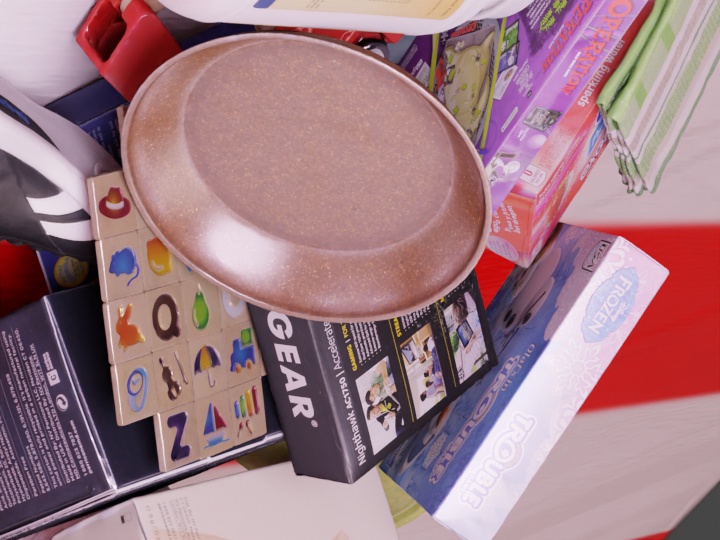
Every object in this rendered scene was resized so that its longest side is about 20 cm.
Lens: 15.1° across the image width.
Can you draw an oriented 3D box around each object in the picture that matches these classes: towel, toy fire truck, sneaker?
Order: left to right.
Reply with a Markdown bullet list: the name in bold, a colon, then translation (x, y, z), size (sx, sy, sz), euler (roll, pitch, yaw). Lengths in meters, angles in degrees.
- **sneaker**: translation (-0.199, -0.035, 1.461), size (0.112, 0.073, 0.200), euler (-36, 138, 12)
- **toy fire truck**: translation (-0.042, -0.154, 1.482), size (0.200, 0.049, 0.141), euler (-47, 129, 5)
- **towel**: translation (0.196, -0.138, 1.737), size (0.150, 0.031, 0.200), euler (-64, 164, -7)

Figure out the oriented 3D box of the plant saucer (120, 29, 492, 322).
- **plant saucer**: translation (-0.026, -0.056, 1.420), size (0.201, 0.199, 0.037), euler (114, -5, -46)

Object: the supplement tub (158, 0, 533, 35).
- **supplement tub**: translation (-0.005, -0.193, 1.361), size (0.199, 0.145, 0.145), euler (0, 137, -37)

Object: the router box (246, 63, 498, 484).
- **router box**: translation (0.000, 0.000, 1.571), size (0.149, 0.051, 0.201), euler (-36, 121, -41)

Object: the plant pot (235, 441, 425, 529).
- **plant pot**: translation (-0.043, 0.063, 1.809), size (0.200, 0.201, 0.184), euler (-46, 146, 11)

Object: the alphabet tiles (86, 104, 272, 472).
- **alphabet tiles**: translation (-0.092, 0.003, 1.501), size (0.166, 0.006, 0.201), euler (-18, 104, -56)

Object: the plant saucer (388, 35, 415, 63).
- **plant saucer**: translation (-0.025, -0.103, 1.694), size (0.200, 0.039, 0.201), euler (-34, 156, -17)

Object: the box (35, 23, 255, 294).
- **box**: translation (-0.107, -0.072, 1.562), size (0.199, 0.032, 0.122), euler (-28, 139, -15)

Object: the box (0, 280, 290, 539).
- **box**: translation (-0.154, 0.079, 1.613), size (0.196, 0.125, 0.199), euler (-26, 173, 42)

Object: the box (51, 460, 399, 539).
- **box**: translation (-0.079, 0.170, 1.669), size (0.199, 0.078, 0.095), euler (-10, 167, -43)

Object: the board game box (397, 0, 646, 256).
- **board game box**: translation (0.076, -0.116, 1.441), size (0.032, 0.121, 0.200), euler (13, 132, -26)

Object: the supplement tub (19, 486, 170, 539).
- **supplement tub**: translation (-0.172, 0.188, 1.777), size (0.132, 0.200, 0.132), euler (-34, 157, -17)

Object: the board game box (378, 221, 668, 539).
- **board game box**: translation (0.097, 0.065, 1.683), size (0.201, 0.043, 0.199), euler (-56, -169, -2)

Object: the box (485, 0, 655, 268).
- **box**: translation (0.114, -0.119, 1.728), size (0.200, 0.102, 0.095), euler (-55, 164, -26)
